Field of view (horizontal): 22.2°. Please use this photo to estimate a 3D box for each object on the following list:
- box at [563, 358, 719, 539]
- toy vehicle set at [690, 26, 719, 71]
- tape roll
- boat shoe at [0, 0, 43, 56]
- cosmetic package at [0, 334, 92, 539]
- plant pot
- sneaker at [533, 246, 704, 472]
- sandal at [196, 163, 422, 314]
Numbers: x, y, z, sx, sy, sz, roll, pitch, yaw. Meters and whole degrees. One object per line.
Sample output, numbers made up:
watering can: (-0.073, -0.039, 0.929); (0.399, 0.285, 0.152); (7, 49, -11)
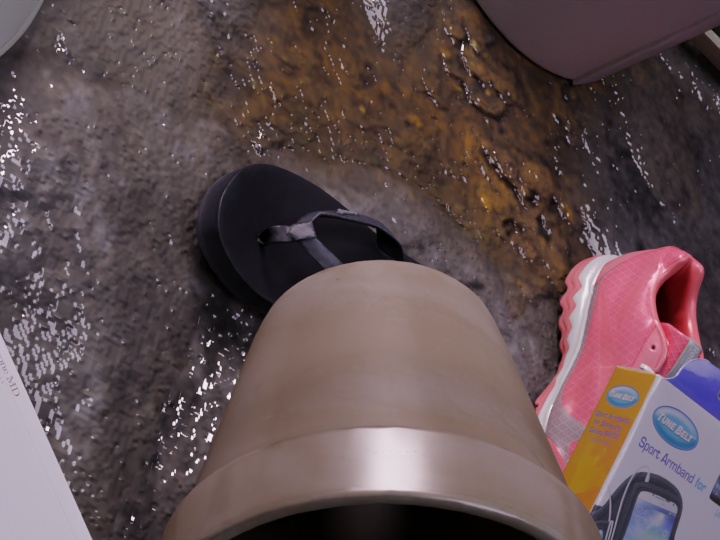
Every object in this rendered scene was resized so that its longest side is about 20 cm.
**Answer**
box: (0.152, 0.147, 0.986); (0.119, 0.041, 0.201); (36, 74, -30)
toy vehicle set: (0.323, -0.165, 1.309); (0.200, 0.026, 0.125); (37, 80, -30)
tape roll: (0.164, -0.235, 1.136); (0.202, 0.139, 0.204); (20, 59, -39)
boat shoe: (-0.168, -0.180, 0.848); (0.061, 0.073, 0.201); (13, 64, 7)
cosmetic package: (-0.149, 0.125, 0.735); (0.082, 0.051, 0.201); (-27, 94, -48)
plant pot: (0.008, 0.095, 0.826); (0.200, 0.200, 0.174); (35, 36, -31)
sneaker: (0.150, 0.067, 1.037); (0.074, 0.087, 0.201); (34, 53, -31)
sandal: (0.000, 0.000, 0.943); (0.200, 0.043, 0.076); (28, 56, -36)
